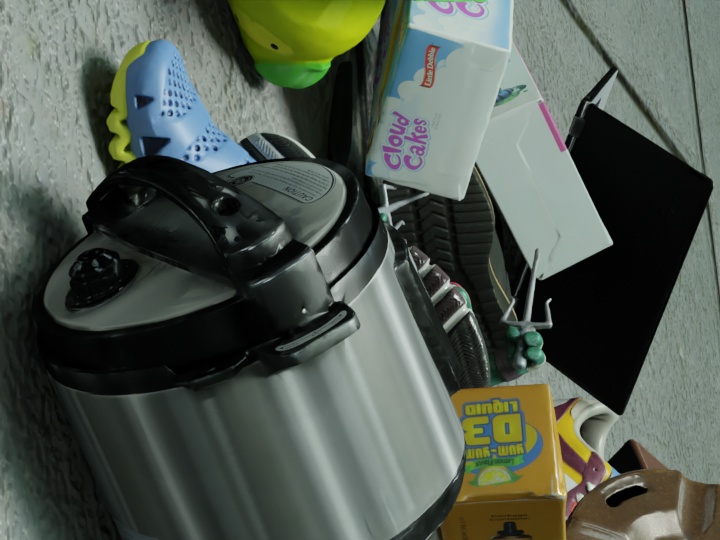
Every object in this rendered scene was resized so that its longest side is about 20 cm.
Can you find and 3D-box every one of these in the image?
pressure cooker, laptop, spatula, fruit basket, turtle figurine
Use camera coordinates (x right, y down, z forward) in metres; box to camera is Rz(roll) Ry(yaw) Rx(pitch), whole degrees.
[{"bbox_3d":[-0.055,0.039,1.149,0.179,0.176,0.200,-64,137,-58],"label":"pressure cooker"},{"bbox_3d":[0.188,-0.026,1.822,0.200,0.116,0.187,-46,158,-68],"label":"laptop"},{"bbox_3d":[-0.002,-0.143,1.606,0.057,0.021,0.200,119,-14,-59],"label":"spatula"},{"bbox_3d":[-0.030,-0.194,1.406,0.155,0.215,0.216,-9,87,-63],"label":"fruit basket"},{"bbox_3d":[0.036,0.038,1.490,0.200,0.150,0.101,-51,165,-51],"label":"turtle figurine"}]

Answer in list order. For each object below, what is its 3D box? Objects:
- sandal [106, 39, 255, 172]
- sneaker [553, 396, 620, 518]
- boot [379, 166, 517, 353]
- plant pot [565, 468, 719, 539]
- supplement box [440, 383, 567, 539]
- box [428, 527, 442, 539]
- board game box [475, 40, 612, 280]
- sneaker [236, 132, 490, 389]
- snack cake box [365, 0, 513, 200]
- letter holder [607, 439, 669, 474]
[{"bbox_3d":[-0.066,-0.034,1.297,0.080,0.087,0.200,-69,140,-54],"label":"sandal"},{"bbox_3d":[0.142,0.173,1.737,0.075,0.090,0.200,55,29,-47],"label":"sneaker"},{"bbox_3d":[0.058,-0.044,1.685,0.138,0.077,0.200,-87,168,-49],"label":"boot"},{"bbox_3d":[0.162,0.234,1.480,0.200,0.200,0.198,-81,-172,-46],"label":"plant pot"},{"bbox_3d":[0.075,0.123,1.308,0.200,0.066,0.069,78,9,-68],"label":"supplement box"},{"bbox_3d":[0.043,0.155,1.493,0.200,0.078,0.095,-29,106,-70],"label":"box"},{"bbox_3d":[0.096,-0.111,1.728,0.148,0.064,0.200,61,4,-40],"label":"board game box"},{"bbox_3d":[0.000,0.000,1.403,0.200,0.076,0.116,52,2,-5],"label":"sneaker"},{"bbox_3d":[0.052,-0.152,1.566,0.200,0.067,0.115,-84,-170,-53],"label":"snack cake box"},{"bbox_3d":[0.227,0.235,1.760,0.142,0.101,0.200,38,13,-18],"label":"letter holder"}]
